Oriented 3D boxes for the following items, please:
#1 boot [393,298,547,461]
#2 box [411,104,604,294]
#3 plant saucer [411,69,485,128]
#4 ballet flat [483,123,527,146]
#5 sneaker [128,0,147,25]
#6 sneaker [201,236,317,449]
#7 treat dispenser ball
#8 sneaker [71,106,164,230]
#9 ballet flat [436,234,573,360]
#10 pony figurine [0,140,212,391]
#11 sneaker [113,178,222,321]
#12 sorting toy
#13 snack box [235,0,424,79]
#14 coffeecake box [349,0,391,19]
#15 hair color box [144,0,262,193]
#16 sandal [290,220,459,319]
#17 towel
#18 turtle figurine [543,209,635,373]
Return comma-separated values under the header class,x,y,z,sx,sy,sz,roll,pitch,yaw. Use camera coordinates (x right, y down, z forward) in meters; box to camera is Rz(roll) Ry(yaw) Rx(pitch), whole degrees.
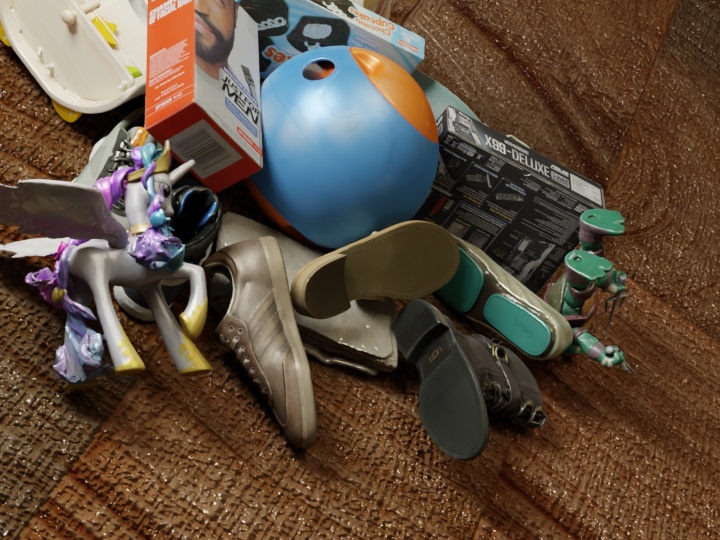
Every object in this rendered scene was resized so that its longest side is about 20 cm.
class,x,y,z,sx,sy,sz,roll,pitch,yaw
boot,0.125,0.118,1.656,0.174,0.069,0.201,28,31,-41
box,0.135,-0.064,1.817,0.199,0.158,0.050,25,35,-16
plant saucer,0.070,-0.142,1.867,0.201,0.201,0.039,41,71,5
ballet flat,0.146,-0.136,1.991,0.199,0.067,0.064,25,79,-25
sneaker,-0.202,-0.222,1.791,0.199,0.075,0.088,22,48,-11
sneaker,-0.090,0.070,1.535,0.075,0.071,0.201,-11,68,-7
treat dispenser ball,-0.021,-0.122,1.703,0.200,0.201,0.202,24,36,-19
sneaker,-0.226,-0.086,1.583,0.074,0.079,0.201,30,35,-13
ballet flat,0.139,0.026,1.785,0.200,0.068,0.062,42,27,24
pony figurine,-0.218,-0.007,1.425,0.191,0.167,0.202,-7,77,-19
sneaker,-0.155,-0.047,1.569,0.073,0.112,0.201,31,34,-11
sorting toy,-0.247,-0.246,1.696,0.180,0.107,0.200,-30,79,-45
snack box,-0.047,-0.233,1.765,0.199,0.116,0.037,24,43,-18
coffeecake box,-0.009,-0.321,1.821,0.072,0.201,0.154,15,43,8
hair color box,-0.149,-0.187,1.632,0.111,0.064,0.201,43,30,-42
sandal,0.000,-0.006,1.644,0.211,0.078,0.069,-17,21,-42
towel,-0.053,0.024,1.651,0.199,0.035,0.133,24,34,-17
turtle figurine,0.241,0.038,1.801,0.100,0.201,0.150,-1,47,4
